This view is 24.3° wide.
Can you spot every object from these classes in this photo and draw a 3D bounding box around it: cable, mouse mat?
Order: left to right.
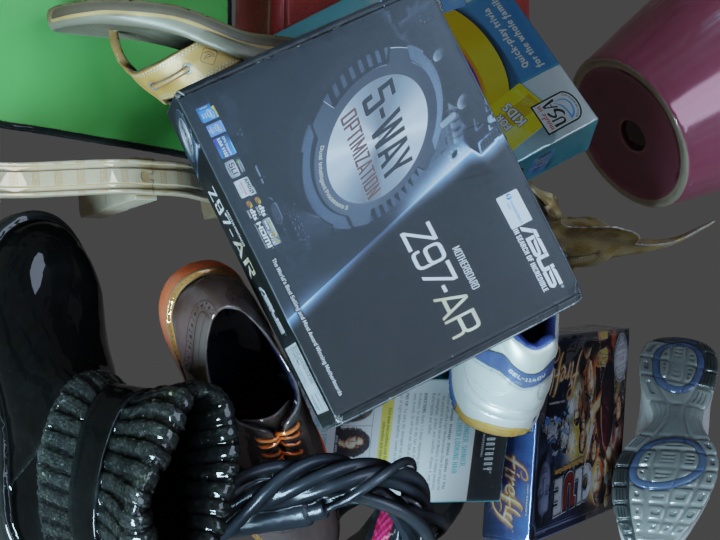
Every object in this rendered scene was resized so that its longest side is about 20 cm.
[{"bbox_3d":[-0.161,-0.156,1.039,0.200,0.008,0.161,7,77,-39],"label":"mouse mat"},{"bbox_3d":[-0.042,0.171,0.954,0.163,0.200,0.051,30,20,-22],"label":"cable"}]

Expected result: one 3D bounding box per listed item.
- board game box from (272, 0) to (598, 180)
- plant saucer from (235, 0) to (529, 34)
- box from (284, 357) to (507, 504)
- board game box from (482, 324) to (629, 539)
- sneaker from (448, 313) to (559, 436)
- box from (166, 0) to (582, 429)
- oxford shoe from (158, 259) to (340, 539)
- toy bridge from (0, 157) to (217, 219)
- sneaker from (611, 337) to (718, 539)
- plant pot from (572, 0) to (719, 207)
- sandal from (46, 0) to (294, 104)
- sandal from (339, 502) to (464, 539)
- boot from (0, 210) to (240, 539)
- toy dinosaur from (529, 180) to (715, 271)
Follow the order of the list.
[{"bbox_3d":[0.022,-0.098,1.037,0.200,0.047,0.151,-29,72,-12],"label":"board game box"},{"bbox_3d":[0.019,-0.216,1.117,0.199,0.037,0.200,3,78,-7],"label":"plant saucer"},{"bbox_3d":[-0.007,0.099,1.037,0.199,0.049,0.083,2,103,-21],"label":"box"},{"bbox_3d":[0.140,0.108,1.165,0.200,0.035,0.136,-1,95,-65],"label":"board game box"},{"bbox_3d":[0.093,0.003,1.037,0.075,0.088,0.200,6,46,-15],"label":"sneaker"},{"bbox_3d":[0.008,-0.036,0.925,0.160,0.044,0.200,-25,87,-16],"label":"box"},{"bbox_3d":[-0.058,0.094,0.949,0.071,0.073,0.200,-29,113,-11],"label":"oxford shoe"},{"bbox_3d":[-0.144,-0.050,0.992,0.200,0.067,0.027,1,81,-42],"label":"toy bridge"},{"bbox_3d":[0.233,0.143,1.253,0.200,0.074,0.087,-66,159,-43],"label":"sneaker"},{"bbox_3d":[0.271,-0.144,1.304,0.179,0.200,0.200,-30,102,-25],"label":"plant pot"},{"bbox_3d":[-0.092,-0.120,0.985,0.199,0.080,0.054,15,89,1],"label":"sandal"},{"bbox_3d":[-0.001,0.174,1.072,0.200,0.075,0.045,-41,107,-35],"label":"sandal"},{"bbox_3d":[-0.140,0.063,0.913,0.079,0.158,0.212,-3,84,-41],"label":"boot"},{"bbox_3d":[0.169,-0.021,1.237,0.200,0.101,0.058,11,75,-40],"label":"toy dinosaur"}]
